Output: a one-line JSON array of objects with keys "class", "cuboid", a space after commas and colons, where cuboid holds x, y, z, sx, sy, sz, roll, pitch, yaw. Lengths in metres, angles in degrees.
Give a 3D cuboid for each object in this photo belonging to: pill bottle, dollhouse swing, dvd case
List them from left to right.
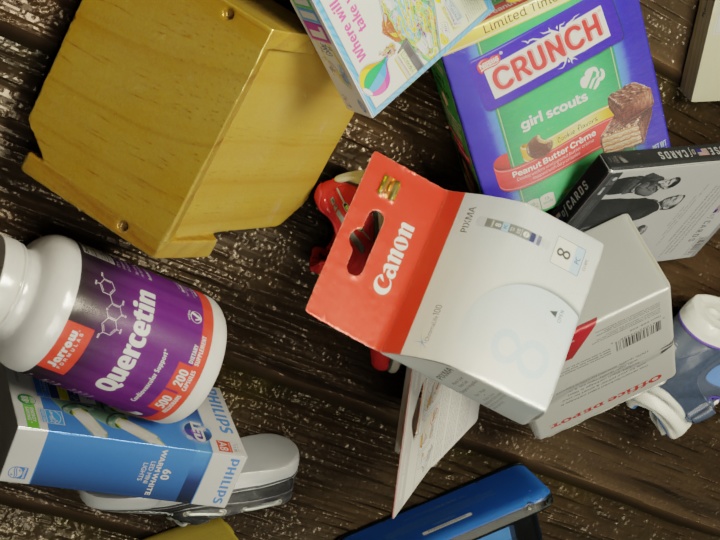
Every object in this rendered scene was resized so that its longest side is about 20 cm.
[{"class": "pill bottle", "cuboid": [-0.213, 0.042, 1.348, 0.200, 0.113, 0.113, 24, 111, -32]}, {"class": "dollhouse swing", "cuboid": [-0.119, -0.135, 1.316, 0.182, 0.176, 0.200, 33, 112, 9]}, {"class": "dvd case", "cuboid": [0.248, -0.053, 1.458, 0.200, 0.025, 0.150, -7, 148, -34]}]

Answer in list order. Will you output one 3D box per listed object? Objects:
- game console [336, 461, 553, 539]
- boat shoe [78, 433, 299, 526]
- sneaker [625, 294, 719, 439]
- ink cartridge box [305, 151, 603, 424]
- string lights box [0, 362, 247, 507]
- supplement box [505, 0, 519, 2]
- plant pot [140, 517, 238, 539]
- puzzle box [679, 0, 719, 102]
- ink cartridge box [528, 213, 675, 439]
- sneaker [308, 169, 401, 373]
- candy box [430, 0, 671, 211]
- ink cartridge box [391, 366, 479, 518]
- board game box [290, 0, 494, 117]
[{"class": "game console", "cuboid": [0.090, 0.276, 1.625, 0.200, 0.171, 0.119, -23, 101, -6]}, {"class": "boat shoe", "cuboid": [-0.151, 0.195, 1.506, 0.200, 0.072, 0.068, -8, 123, -25]}, {"class": "sneaker", "cuboid": [0.344, 0.102, 1.634, 0.200, 0.081, 0.147, 13, 126, -33]}, {"class": "ink cartridge box", "cuboid": [0.077, 0.006, 1.334, 0.200, 0.160, 0.047, 28, 153, -9]}, {"class": "string lights box", "cuboid": [-0.206, 0.135, 1.419, 0.200, 0.103, 0.059, 10, 118, -27]}, {"class": "supplement box", "cuboid": [0.175, -0.289, 1.266, 0.200, 0.131, 0.103, -13, 127, -12]}, {"class": "plant pot", "cuboid": [-0.142, 0.346, 1.540, 0.176, 0.200, 0.200, -37, 128, -9]}, {"class": "puzzle box", "cuboid": [0.352, -0.238, 1.433, 0.133, 0.025, 0.200, -3, 123, -19]}, {"class": "ink cartridge box", "cuboid": [0.192, 0.054, 1.483, 0.144, 0.084, 0.200, -25, 152, -1]}, {"class": "sneaker", "cuboid": [0.000, 0.000, 1.442, 0.085, 0.077, 0.200, -5, 124, 6]}, {"class": "candy box", "cuboid": [0.150, -0.154, 1.378, 0.169, 0.077, 0.200, -25, 127, -4]}, {"class": "ink cartridge box", "cuboid": [0.060, 0.084, 1.460, 0.176, 0.045, 0.200, -41, 145, -50]}, {"class": "board game box", "cuboid": [0.006, -0.229, 1.215, 0.134, 0.034, 0.200, -42, 128, -18]}]
